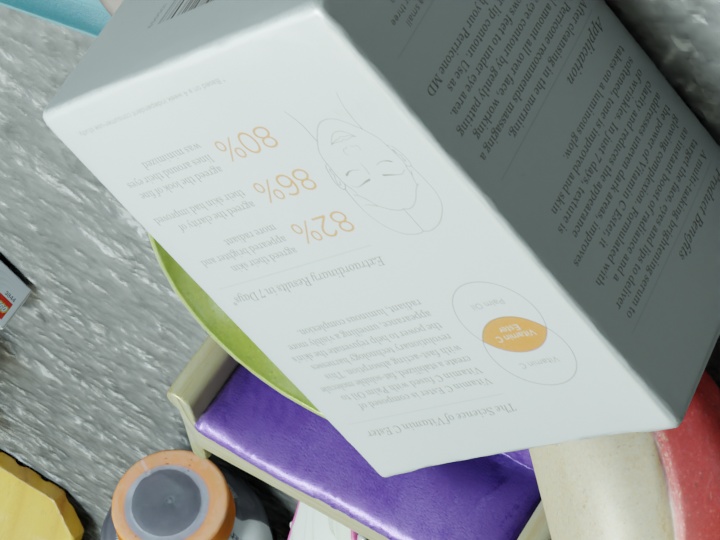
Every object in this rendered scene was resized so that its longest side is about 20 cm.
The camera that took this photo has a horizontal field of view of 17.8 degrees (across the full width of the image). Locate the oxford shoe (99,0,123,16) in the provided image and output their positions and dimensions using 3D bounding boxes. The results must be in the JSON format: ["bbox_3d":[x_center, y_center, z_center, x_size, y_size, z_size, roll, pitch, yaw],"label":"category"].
[{"bbox_3d":[-0.123,-0.150,0.864,0.071,0.073,0.200,15,149,38],"label":"oxford shoe"}]

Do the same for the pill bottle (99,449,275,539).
[{"bbox_3d":[-0.100,0.187,1.414,0.106,0.106,0.200,26,155,21],"label":"pill bottle"}]

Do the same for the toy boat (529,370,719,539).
[{"bbox_3d":[0.139,0.088,0.909,0.130,0.131,0.200,-15,166,5],"label":"toy boat"}]

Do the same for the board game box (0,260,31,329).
[{"bbox_3d":[-0.296,-0.040,1.347,0.200,0.035,0.126,47,155,-23],"label":"board game box"}]

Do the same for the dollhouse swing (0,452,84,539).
[{"bbox_3d":[-0.272,0.194,1.748,0.199,0.176,0.182,29,-163,15],"label":"dollhouse swing"}]

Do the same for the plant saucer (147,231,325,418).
[{"bbox_3d":[0.000,0.000,0.995,0.199,0.031,0.200,22,144,16],"label":"plant saucer"}]

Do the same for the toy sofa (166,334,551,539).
[{"bbox_3d":[0.011,0.078,1.095,0.199,0.083,0.098,27,156,19],"label":"toy sofa"}]

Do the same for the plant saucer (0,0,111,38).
[{"bbox_3d":[-0.179,-0.149,1.012,0.199,0.019,0.070,20,152,31],"label":"plant saucer"}]

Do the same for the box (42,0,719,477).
[{"bbox_3d":[0.019,-0.037,0.812,0.152,0.107,0.200,-15,126,45],"label":"box"}]

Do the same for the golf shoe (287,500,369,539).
[{"bbox_3d":[-0.004,0.182,1.232,0.075,0.201,0.091,1,-166,-35],"label":"golf shoe"}]
